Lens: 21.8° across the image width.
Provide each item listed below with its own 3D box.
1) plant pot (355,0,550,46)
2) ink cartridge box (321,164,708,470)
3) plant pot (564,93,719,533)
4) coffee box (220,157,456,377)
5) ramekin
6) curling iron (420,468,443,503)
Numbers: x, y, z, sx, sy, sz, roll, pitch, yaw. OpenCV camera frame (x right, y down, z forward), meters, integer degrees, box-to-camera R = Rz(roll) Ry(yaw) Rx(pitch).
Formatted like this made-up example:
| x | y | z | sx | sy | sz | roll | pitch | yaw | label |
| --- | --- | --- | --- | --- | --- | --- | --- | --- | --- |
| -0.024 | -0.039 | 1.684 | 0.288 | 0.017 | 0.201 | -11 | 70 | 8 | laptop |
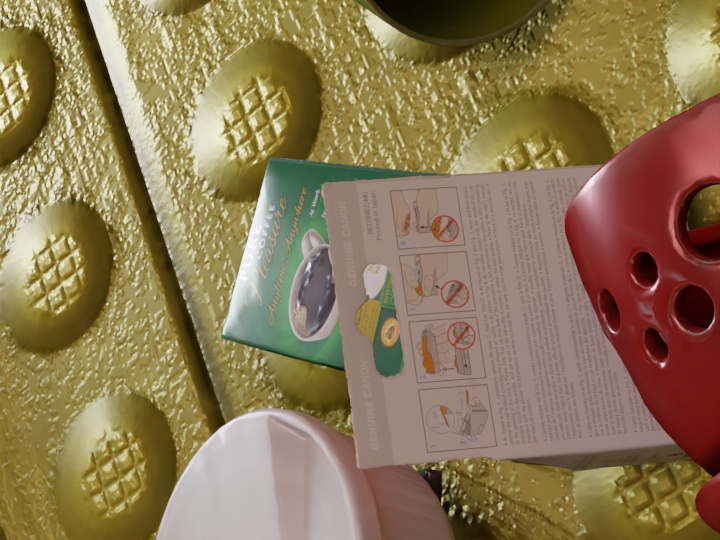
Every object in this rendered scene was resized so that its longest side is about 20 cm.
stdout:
| x | y | z | sx | sy | sz | roll | pitch | yaw | label |
| --- | --- | --- | --- | --- | --- | --- | --- | --- | --- |
| 0.014 | -0.249 | 1.132 | 0.200 | 0.187 | 0.188 | 31 | 97 | 53 | plant pot |
| 0.084 | 0.027 | 0.994 | 0.199 | 0.050 | 0.162 | -5 | 70 | -8 | ink cartridge box |
| 0.215 | 0.023 | 0.883 | 0.200 | 0.200 | 0.183 | -27 | 70 | 28 | plant pot |
| 0.000 | 0.000 | 1.111 | 0.200 | 0.044 | 0.124 | 8 | 83 | 52 | coffee box |
| -0.028 | 0.183 | 1.057 | 0.202 | 0.094 | 0.203 | -21 | 62 | 48 | ramekin |
| 0.036 | 0.214 | 1.065 | 0.049 | 0.025 | 0.201 | -6 | 75 | 42 | curling iron |
